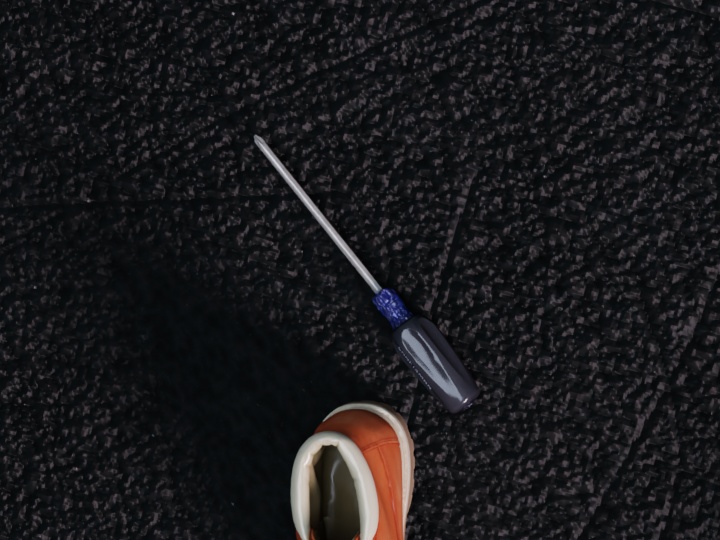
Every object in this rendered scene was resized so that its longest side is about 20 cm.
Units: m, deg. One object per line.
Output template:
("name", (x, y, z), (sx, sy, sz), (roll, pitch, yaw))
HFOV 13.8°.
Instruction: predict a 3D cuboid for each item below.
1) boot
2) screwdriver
("boot", (-0.009, 0.179, 1.684), (0.075, 0.107, 0.201), (-3, 93, 11))
("screwdriver", (0.000, 0.000, 1.710), (0.028, 0.029, 0.200), (-40, 89, 11))
